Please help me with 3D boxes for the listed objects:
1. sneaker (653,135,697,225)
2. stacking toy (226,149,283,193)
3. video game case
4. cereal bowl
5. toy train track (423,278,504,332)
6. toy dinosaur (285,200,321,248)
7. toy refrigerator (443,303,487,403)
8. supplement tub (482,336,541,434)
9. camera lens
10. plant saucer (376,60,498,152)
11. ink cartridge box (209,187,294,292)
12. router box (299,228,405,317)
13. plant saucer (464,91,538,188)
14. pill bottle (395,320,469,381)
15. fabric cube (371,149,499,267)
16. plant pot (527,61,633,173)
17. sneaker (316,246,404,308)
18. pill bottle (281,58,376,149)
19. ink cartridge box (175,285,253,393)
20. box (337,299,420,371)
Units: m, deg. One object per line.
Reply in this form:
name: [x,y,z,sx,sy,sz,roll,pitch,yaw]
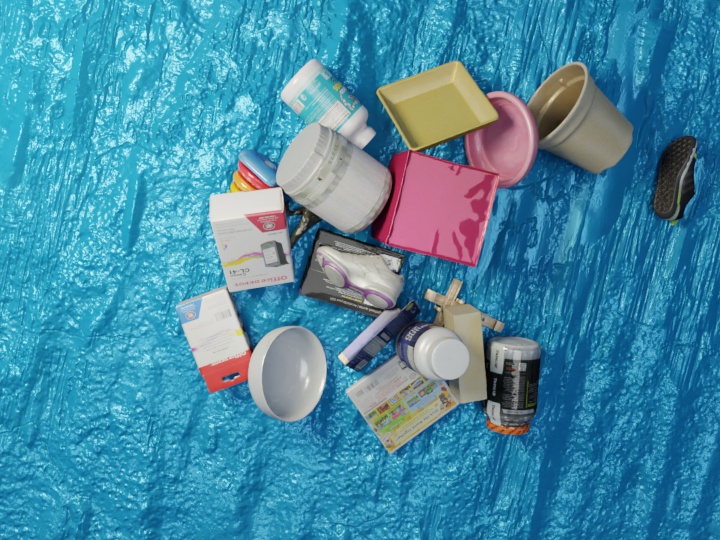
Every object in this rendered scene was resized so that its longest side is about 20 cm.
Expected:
sneaker: [0.730,-0.206,1.581,0.082,0.072,0.201,13,96,-32]
stacking toy: [-0.245,-0.145,1.449,0.110,0.116,0.200,41,108,12]
video game case: [0.097,0.288,1.569,0.200,0.023,0.182,-35,99,-3]
cereal bowl: [-0.166,0.216,1.469,0.200,0.083,0.201,-2,93,-50]
toy train track: [0.238,0.093,1.559,0.199,0.033,0.115,24,93,-10]
toy dinosaur: [-0.114,-0.130,1.486,0.200,0.047,0.088,-44,106,3]
toy refrigerator: [0.234,0.182,1.521,0.070,0.076,0.201,-8,101,-10]
supplement tub: [0.337,0.256,1.544,0.122,0.123,0.201,2,95,-7]
camera lens: [-0.048,-0.181,1.385,0.200,0.160,0.160,32,92,-27]
plant saucer: [0.159,-0.336,1.452,0.199,0.049,0.201,-21,58,-6]
ink cartridge box: [-0.218,-0.061,1.408,0.147,0.086,0.201,-9,134,-5]
router box: [-0.019,0.007,1.508,0.199,0.051,0.150,17,96,-8]
plant saucer: [0.303,-0.276,1.457,0.051,0.200,0.202,-12,99,-33]
pill bottle: [0.153,0.171,1.452,0.110,0.200,0.112,-1,92,-15]
fabric cube: [0.148,-0.130,1.440,0.199,0.199,0.197,15,95,-8]
plant pot: [0.473,-0.309,1.476,0.183,0.200,0.201,29,92,-20]
sneaker: [0.000,0.000,1.455,0.199,0.075,0.100,31,59,3]
pill bottle: [-0.061,-0.332,1.436,0.200,0.111,0.111,44,90,-10]
ink cartridge box: [-0.304,0.146,1.480,0.116,0.067,0.201,-19,98,-4]
box: [0.044,0.135,1.498,0.200,0.121,0.032,-43,70,-1]
